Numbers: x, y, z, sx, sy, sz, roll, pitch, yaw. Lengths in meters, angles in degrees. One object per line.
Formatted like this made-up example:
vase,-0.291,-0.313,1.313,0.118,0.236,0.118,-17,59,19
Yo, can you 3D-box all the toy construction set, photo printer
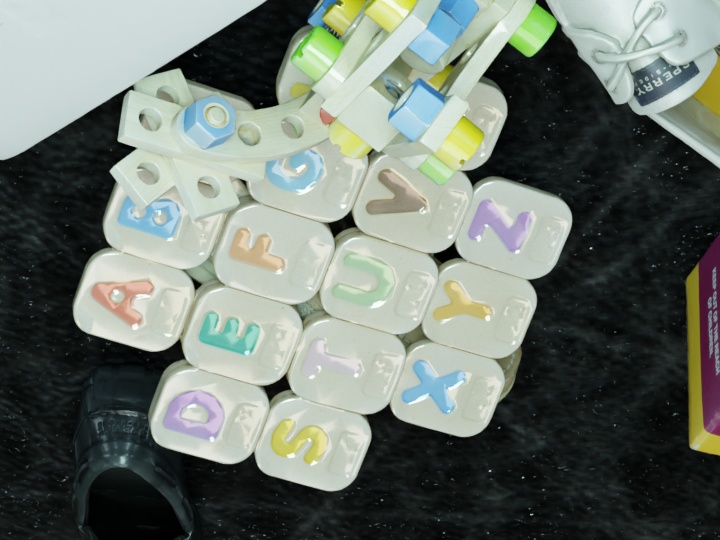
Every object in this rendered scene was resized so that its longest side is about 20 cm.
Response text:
toy construction set,-0.004,-0.072,0.965,0.092,0.131,0.200,45,145,-23
photo printer,-0.125,-0.139,0.955,0.200,0.069,0.166,-27,130,33

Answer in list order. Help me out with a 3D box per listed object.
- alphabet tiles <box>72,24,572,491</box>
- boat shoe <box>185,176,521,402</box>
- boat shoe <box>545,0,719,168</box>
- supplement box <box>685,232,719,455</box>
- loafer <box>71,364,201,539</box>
alphabet tiles,-0.015,-0.002,1.080,0.196,0.015,0.200,17,107,-15
boat shoe,0.000,0.000,1.124,0.200,0.072,0.065,31,136,-22
boat shoe,0.117,-0.096,0.985,0.071,0.070,0.200,-23,136,30
supplement box,0.238,0.001,1.074,0.131,0.103,0.200,14,140,-12
loafer,-0.119,0.128,1.295,0.068,0.070,0.201,3,142,2
